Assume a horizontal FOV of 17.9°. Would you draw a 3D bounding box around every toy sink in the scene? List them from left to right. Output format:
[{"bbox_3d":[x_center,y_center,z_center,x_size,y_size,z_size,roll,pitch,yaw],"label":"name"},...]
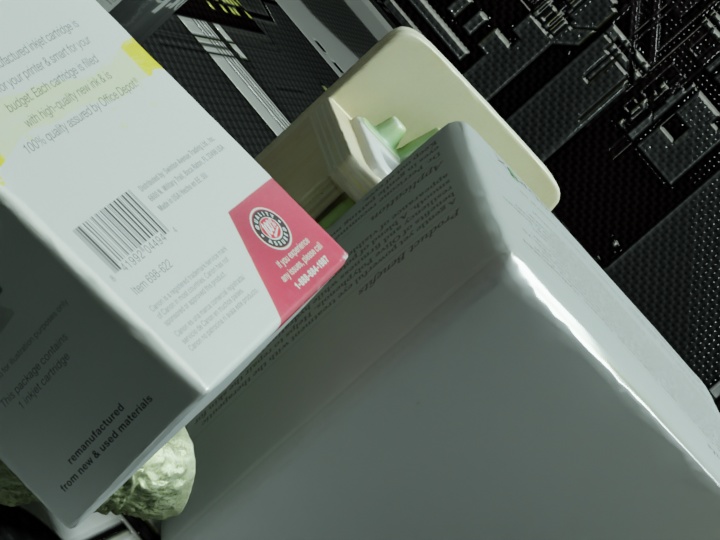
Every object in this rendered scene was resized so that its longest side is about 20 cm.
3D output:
[{"bbox_3d":[0.000,0.000,1.139,0.130,0.200,0.112,45,9,-20],"label":"toy sink"}]

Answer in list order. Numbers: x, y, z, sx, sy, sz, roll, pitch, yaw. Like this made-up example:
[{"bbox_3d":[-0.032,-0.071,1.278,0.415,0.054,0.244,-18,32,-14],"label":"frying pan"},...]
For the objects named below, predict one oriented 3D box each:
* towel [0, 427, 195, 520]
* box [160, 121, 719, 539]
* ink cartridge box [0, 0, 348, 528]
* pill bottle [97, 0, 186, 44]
[{"bbox_3d":[-0.147,0.006,0.871,0.148,0.036,0.201,12,43,-48],"label":"towel"},{"bbox_3d":[0.044,0.086,1.025,0.200,0.199,0.171,45,12,-19],"label":"box"},{"bbox_3d":[-0.120,-0.028,0.825,0.200,0.083,0.145,46,29,1],"label":"ink cartridge box"},{"bbox_3d":[-0.137,-0.179,1.212,0.116,0.200,0.116,46,12,-12],"label":"pill bottle"}]
